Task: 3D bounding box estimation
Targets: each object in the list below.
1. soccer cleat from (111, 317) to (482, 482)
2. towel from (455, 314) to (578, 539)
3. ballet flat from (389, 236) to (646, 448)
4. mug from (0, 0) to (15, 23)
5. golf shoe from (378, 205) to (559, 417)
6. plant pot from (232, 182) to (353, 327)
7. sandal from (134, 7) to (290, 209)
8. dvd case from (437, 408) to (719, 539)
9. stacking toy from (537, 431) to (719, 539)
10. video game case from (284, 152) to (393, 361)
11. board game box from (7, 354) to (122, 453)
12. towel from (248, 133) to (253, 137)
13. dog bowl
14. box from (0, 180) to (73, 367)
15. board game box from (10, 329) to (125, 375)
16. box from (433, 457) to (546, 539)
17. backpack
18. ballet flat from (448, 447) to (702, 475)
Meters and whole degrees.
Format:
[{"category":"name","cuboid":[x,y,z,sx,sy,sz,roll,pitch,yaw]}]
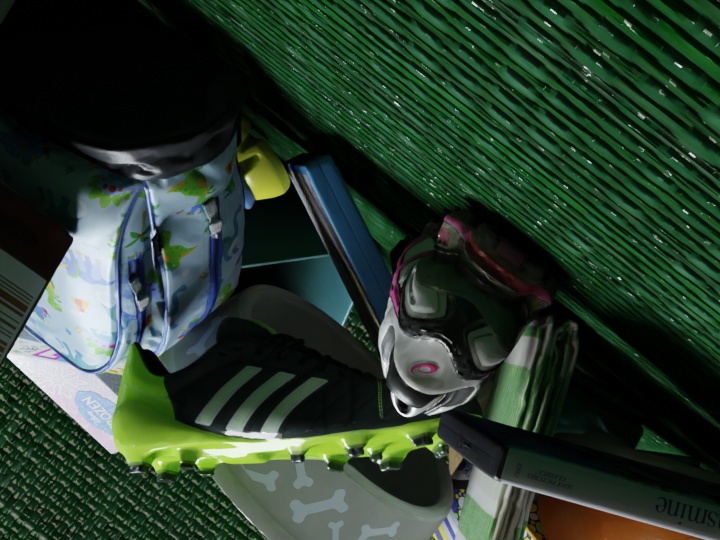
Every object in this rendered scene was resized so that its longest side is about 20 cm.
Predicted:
[{"category":"soccer cleat","cuboid":[-0.036,0.063,0.917,0.200,0.081,0.068,-5,164,17]},{"category":"towel","cuboid":[0.074,0.121,0.949,0.023,0.200,0.153,13,178,-3]},{"category":"ballet flat","cuboid":[0.076,0.058,1.063,0.200,0.070,0.067,38,-174,26]},{"category":"mug","cuboid":[-0.247,-0.183,0.836,0.175,0.148,0.200,38,145,1]},{"category":"golf shoe","cuboid":[0.038,0.025,0.854,0.073,0.092,0.200,37,178,5]},{"category":"plant pot","cuboid":[-0.119,-0.013,1.384,0.141,0.141,0.200,-8,-138,-43]},{"category":"sandal","cuboid":[-0.135,-0.098,1.065,0.200,0.087,0.079,47,177,-7]},{"category":"dvd case","cuboid":[0.140,0.102,0.793,0.200,0.018,0.143,16,179,-7]},{"category":"stacking toy","cuboid":[0.137,0.194,0.940,0.146,0.200,0.146,18,174,2]},{"category":"video game case","cuboid":[0.000,0.000,1.015,0.143,0.018,0.200,64,177,-6]},{"category":"board game box","cuboid":[-0.201,-0.014,1.177,0.200,0.043,0.199,50,-155,-39]},{"category":"towel","cuboid":[-0.158,-0.088,1.154,0.200,0.145,0.022,41,143,-27]},{"category":"dog bowl","cuboid":[-0.025,0.091,1.039,0.200,0.059,0.200,42,-164,-15]},{"category":"box","cuboid":[-0.286,-0.007,0.864,0.200,0.166,0.164,21,168,30]},{"category":"board game box","cuboid":[-0.163,-0.040,1.094,0.134,0.200,0.034,14,157,-40]},{"category":"box","cuboid":[0.127,0.194,1.049,0.064,0.070,0.200,-8,-132,-41]},{"category":"backpack","cuboid":[-0.136,-0.040,0.968,0.163,0.154,0.200,30,160,21]},{"category":"ballet flat","cuboid":[0.129,0.139,1.122,0.200,0.072,0.068,7,172,45]}]
